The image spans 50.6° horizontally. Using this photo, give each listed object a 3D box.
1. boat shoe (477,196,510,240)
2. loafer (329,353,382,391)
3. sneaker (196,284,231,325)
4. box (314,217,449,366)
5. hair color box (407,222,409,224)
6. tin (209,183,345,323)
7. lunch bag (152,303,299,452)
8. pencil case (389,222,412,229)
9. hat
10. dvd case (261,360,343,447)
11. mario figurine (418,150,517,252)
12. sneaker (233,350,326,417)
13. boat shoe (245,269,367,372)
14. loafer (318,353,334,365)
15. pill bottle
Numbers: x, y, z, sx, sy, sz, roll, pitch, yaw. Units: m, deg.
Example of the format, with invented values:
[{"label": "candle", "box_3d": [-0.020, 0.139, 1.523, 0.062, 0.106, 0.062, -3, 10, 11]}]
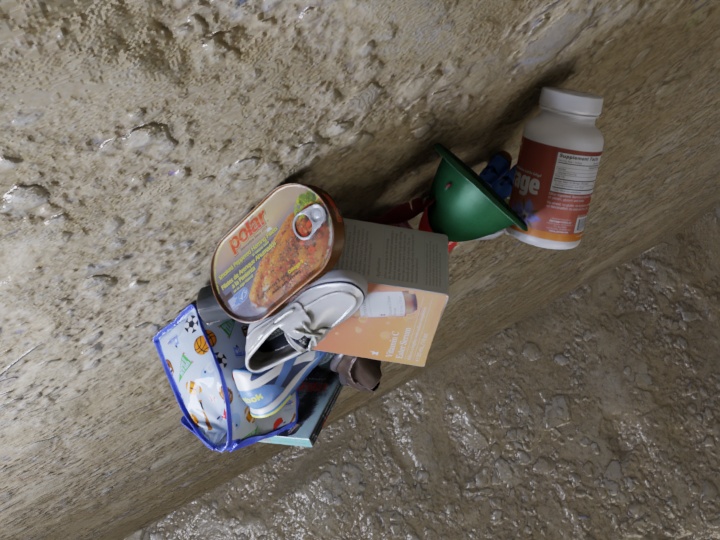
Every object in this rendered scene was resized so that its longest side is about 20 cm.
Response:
[{"label": "boat shoe", "box_3d": [0.202, -0.090, 1.311, 0.196, 0.073, 0.062, -20, 165, -23]}, {"label": "loafer", "box_3d": [0.003, 0.136, 1.146, 0.201, 0.069, 0.075, 73, 40, -71]}, {"label": "sneaker", "box_3d": [-0.154, 0.031, 1.075, 0.103, 0.077, 0.200, -14, 172, 10]}, {"label": "box", "box_3d": [0.008, 0.028, 1.015, 0.194, 0.108, 0.154, 8, 137, -3]}, {"label": "hair color box", "box_3d": [0.069, -0.003, 1.282, 0.060, 0.103, 0.201, -28, 165, -8]}, {"label": "tin", "box_3d": [-0.101, -0.020, 0.906, 0.199, 0.113, 0.042, -37, 172, 27]}, {"label": "lunch bag", "box_3d": [-0.190, 0.159, 1.125, 0.123, 0.203, 0.168, -37, 164, 28]}, {"label": "pencil case", "box_3d": [0.000, 0.000, 1.161, 0.197, 0.089, 0.087, -29, 166, 23]}, {"label": "hat", "box_3d": [0.105, -0.052, 1.023, 0.177, 0.165, 0.201, -48, -168, 13]}, {"label": "dvd case", "box_3d": [-0.099, 0.199, 1.247, 0.143, 0.022, 0.202, -2, -143, 31]}, {"label": "mario figurine", "box_3d": [0.169, -0.089, 1.162, 0.198, 0.107, 0.123, -37, -163, -15]}, {"label": "sneaker", "box_3d": [-0.102, 0.107, 1.070, 0.073, 0.083, 0.201, -7, -143, 48]}, {"label": "boat shoe", "box_3d": [-0.072, 0.068, 0.937, 0.197, 0.067, 0.072, -26, 127, 29]}, {"label": "loafer", "box_3d": [-0.085, 0.121, 1.211, 0.199, 0.072, 0.063, -39, -179, 36]}, {"label": "pill bottle", "box_3d": [0.270, -0.142, 1.049, 0.111, 0.111, 0.206, -12, 117, -46]}]
